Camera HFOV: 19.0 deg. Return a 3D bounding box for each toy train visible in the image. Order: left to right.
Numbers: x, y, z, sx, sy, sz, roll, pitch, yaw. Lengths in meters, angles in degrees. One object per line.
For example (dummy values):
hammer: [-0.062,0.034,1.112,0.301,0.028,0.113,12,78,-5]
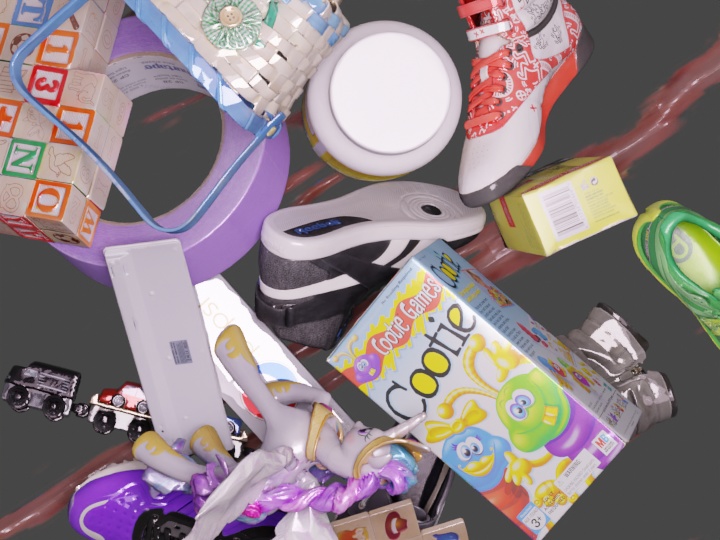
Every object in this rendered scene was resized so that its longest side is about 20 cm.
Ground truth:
toy train: [-0.176,0.108,1.658,0.200,0.034,0.046,15,79,-3]

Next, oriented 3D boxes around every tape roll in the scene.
tape roll: [-0.156,-0.087,1.600,0.200,0.066,0.200,-5,69,13]

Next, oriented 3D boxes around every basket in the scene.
basket: [-0.123,-0.150,1.477,0.176,0.139,0.200,44,99,10]

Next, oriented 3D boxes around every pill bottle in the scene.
pill bottle: [0.015,-0.123,1.582,0.112,0.200,0.113,0,91,-4]

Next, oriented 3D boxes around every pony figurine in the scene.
pony figurine: [-0.066,0.147,1.515,0.193,0.200,0.167,-51,137,-15]

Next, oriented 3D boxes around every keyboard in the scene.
keyboard: [-0.139,0.060,1.581,0.056,0.011,0.200,-10,127,2]

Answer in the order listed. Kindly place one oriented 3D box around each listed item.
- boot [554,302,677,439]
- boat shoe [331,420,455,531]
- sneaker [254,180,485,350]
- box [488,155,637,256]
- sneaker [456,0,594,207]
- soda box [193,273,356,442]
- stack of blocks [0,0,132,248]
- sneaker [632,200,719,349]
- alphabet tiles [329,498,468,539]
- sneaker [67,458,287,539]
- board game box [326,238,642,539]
boot: [0.145,0.066,1.670,0.131,0.068,0.200,-40,93,-14]
boat shoe: [0.027,0.180,1.653,0.073,0.063,0.200,26,89,-2]
sneaker: [0.000,0.000,1.642,0.200,0.073,0.112,-9,126,-35]
box: [0.144,-0.048,1.590,0.075,0.200,0.050,-24,95,-2]
sneaker: [0.099,-0.147,1.604,0.108,0.067,0.201,51,51,-25]
soda box: [-0.090,0.068,1.643,0.064,0.068,0.200,-43,93,-2]
stack of blocks: [-0.230,-0.126,1.566,0.115,0.059,0.200,9,74,18]
sneaker: [0.292,0.024,1.658,0.200,0.084,0.074,39,88,-4]
alphabet tiles: [0.009,0.259,1.625,0.167,0.008,0.200,-16,126,-3]
sneaker: [-0.123,0.202,1.618,0.200,0.100,0.070,8,120,-4]
board game box: [0.092,0.085,1.564,0.200,0.105,0.103,41,105,5]
